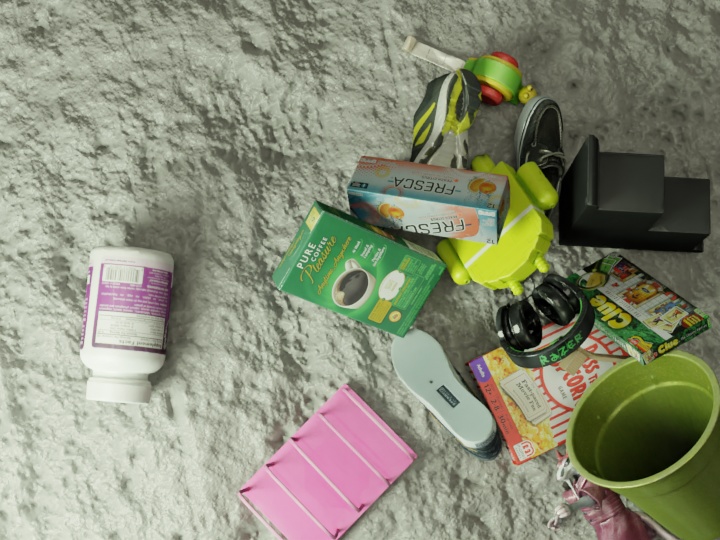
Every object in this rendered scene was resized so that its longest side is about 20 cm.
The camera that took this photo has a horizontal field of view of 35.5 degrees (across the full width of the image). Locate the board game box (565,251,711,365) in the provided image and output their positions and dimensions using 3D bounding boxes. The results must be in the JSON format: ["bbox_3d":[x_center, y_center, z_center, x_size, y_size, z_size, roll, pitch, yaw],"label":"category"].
[{"bbox_3d":[0.346,0.045,1.452,0.105,0.200,0.023,-30,124,-10],"label":"board game box"}]

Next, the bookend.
[{"bbox_3d":[0.371,-0.094,1.454,0.198,0.200,0.092,3,77,1],"label":"bookend"}]

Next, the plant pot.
[{"bbox_3d":[0.388,0.233,1.384,0.200,0.200,0.190,-46,119,-5],"label":"plant pot"}]

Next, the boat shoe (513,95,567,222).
[{"bbox_3d":[0.250,-0.139,1.521,0.072,0.071,0.201,6,89,-23],"label":"boat shoe"}]

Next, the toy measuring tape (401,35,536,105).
[{"bbox_3d":[0.152,-0.280,1.547,0.200,0.074,0.074,26,84,3],"label":"toy measuring tape"}]

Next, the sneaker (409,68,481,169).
[{"bbox_3d":[0.105,-0.175,1.529,0.074,0.085,0.200,22,87,-27],"label":"sneaker"}]

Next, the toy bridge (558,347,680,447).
[{"bbox_3d":[0.349,0.149,1.455,0.200,0.027,0.067,36,94,-14],"label":"toy bridge"}]

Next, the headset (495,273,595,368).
[{"bbox_3d":[0.222,0.045,1.449,0.123,0.200,0.094,-34,115,6],"label":"headset"}]

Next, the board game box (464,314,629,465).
[{"bbox_3d":[0.263,0.149,1.505,0.200,0.046,0.152,-26,84,-4],"label":"board game box"}]

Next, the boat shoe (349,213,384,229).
[{"bbox_3d":[0.006,-0.042,1.512,0.069,0.084,0.200,30,86,0],"label":"boat shoe"}]

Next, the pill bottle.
[{"bbox_3d":[-0.309,0.073,1.482,0.112,0.112,0.201,5,84,1],"label":"pill bottle"}]

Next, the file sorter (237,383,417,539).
[{"bbox_3d":[-0.042,0.263,1.451,0.139,0.125,0.200,45,85,5],"label":"file sorter"}]

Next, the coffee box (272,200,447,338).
[{"bbox_3d":[0.000,0.000,1.457,0.200,0.044,0.123,21,109,-27],"label":"coffee box"}]

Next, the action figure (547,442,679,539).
[{"bbox_3d":[0.318,0.307,1.442,0.149,0.134,0.200,-26,87,-4],"label":"action figure"}]

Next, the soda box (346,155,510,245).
[{"bbox_3d":[0.087,-0.090,1.436,0.200,0.064,0.068,9,50,17],"label":"soda box"}]

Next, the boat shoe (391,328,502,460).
[{"bbox_3d":[0.112,0.169,1.496,0.071,0.091,0.200,-35,57,-5],"label":"boat shoe"}]

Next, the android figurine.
[{"bbox_3d":[0.179,-0.057,1.479,0.182,0.041,0.200,-45,51,19],"label":"android figurine"}]
